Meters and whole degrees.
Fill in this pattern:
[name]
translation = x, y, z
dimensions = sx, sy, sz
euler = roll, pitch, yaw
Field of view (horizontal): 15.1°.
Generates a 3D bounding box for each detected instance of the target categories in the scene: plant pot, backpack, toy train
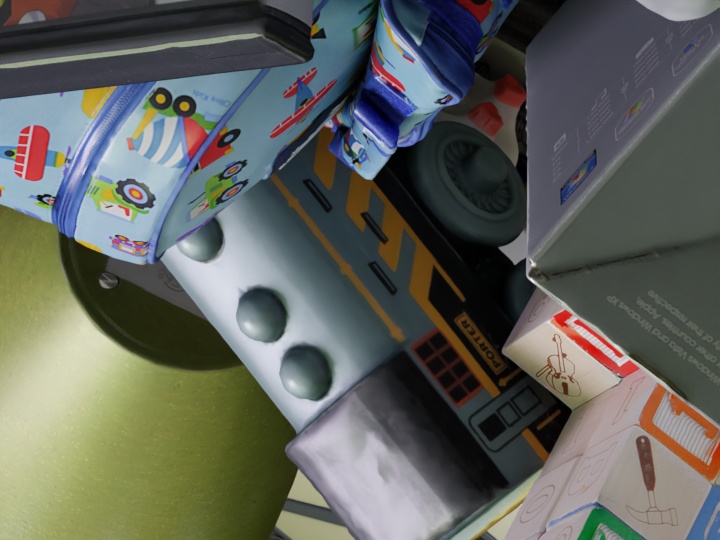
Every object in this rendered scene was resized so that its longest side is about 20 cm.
[plant pot]
translation = -0.089, 0.027, 0.998
dimensions = 0.187, 0.187, 0.200
euler = 37, 151, -1
[backpack]
translation = -0.029, -0.084, 0.733
dimensions = 0.134, 0.200, 0.183
euler = 37, 167, -2
[toy train]
translation = 0.000, 0.000, 0.848
dimensions = 0.200, 0.114, 0.085
euler = 53, 128, 3

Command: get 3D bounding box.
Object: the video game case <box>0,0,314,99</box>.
[video game case]
translation = -0.100, -0.129, 0.650
dimensions = 0.199, 0.181, 0.025
euler = -4, 167, 27

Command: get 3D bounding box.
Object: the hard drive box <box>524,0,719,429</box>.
[hard drive box]
translation = 0.122, -0.011, 0.682
dimensions = 0.156, 0.077, 0.200
euler = 38, -164, -10

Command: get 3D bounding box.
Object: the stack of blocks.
[stack of blocks]
translation = 0.104, 0.038, 0.798
dimensions = 0.115, 0.200, 0.059
euler = 37, 148, -10

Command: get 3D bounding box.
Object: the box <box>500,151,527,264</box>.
[box]
translation = 0.075, 0.003, 1.023
dimensions = 0.200, 0.048, 0.122
euler = 34, -166, 8

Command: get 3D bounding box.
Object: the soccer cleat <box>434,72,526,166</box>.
[soccer cleat]
translation = -0.030, -0.088, 0.932
dimensions = 0.200, 0.078, 0.069
euler = 46, -151, 4

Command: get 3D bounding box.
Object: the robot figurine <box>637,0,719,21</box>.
[robot figurine]
translation = 0.074, -0.122, 0.516
dimensions = 0.200, 0.113, 0.170
euler = 36, 138, 4

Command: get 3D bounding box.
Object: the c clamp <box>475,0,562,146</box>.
[c clamp]
translation = 0.086, -0.042, 0.970
dimensions = 0.200, 0.027, 0.171
euler = 34, 166, 15
